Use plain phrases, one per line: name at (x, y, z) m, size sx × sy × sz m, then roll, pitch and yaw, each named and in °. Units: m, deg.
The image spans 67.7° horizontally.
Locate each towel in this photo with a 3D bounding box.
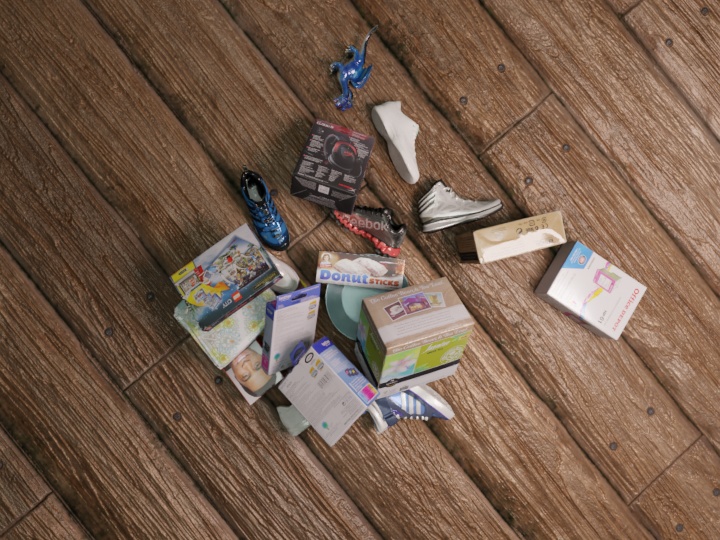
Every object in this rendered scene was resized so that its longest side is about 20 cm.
towel at (-0.286, 0.088, 1.167) m, size 0.200 × 0.048 × 0.172 m, roll -42°, pitch 84°, yaw -2°

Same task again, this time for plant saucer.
plant saucer at (0.017, 0.064, 1.248) m, size 0.197 × 0.039 × 0.205 m, roll 0°, pitch 88°, yaw -3°

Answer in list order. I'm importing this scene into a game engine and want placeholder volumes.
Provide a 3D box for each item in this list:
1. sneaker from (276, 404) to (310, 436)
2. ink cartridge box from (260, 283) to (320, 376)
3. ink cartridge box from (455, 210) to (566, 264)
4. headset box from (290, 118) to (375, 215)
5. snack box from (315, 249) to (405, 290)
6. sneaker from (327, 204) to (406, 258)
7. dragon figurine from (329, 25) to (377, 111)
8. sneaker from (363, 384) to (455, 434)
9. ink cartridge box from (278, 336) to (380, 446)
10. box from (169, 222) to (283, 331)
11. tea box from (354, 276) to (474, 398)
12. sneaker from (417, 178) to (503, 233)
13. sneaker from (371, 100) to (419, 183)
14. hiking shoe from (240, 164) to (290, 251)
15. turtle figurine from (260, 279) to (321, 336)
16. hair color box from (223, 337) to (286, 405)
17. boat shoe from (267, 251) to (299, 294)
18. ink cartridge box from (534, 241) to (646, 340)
sneaker at (-0.100, 0.281, 1.211) m, size 0.199 × 0.075 × 0.089 m, roll -37°, pitch 86°, yaw -1°
ink cartridge box at (-0.150, 0.120, 1.152) m, size 0.118 × 0.042 × 0.203 m, roll -16°, pitch 129°, yaw -40°
ink cartridge box at (0.331, -0.071, 1.205) m, size 0.197 × 0.165 × 0.076 m, roll -14°, pitch 91°, yaw -3°
headset box at (-0.058, -0.243, 1.207) m, size 0.146 × 0.075 × 0.202 m, roll 17°, pitch 57°, yaw -3°
snack box at (0.000, 0.000, 1.214) m, size 0.196 × 0.024 × 0.073 m, roll 6°, pitch 95°, yaw -1°
sneaker at (0.022, -0.117, 1.228) m, size 0.199 × 0.071 × 0.098 m, roll 33°, pitch 115°, yaw -2°
dragon figurine at (-0.006, -0.468, 1.258) m, size 0.099 × 0.059 × 0.200 m, roll 44°, pitch 87°, yaw 0°
sneaker at (0.099, 0.323, 1.228) m, size 0.199 × 0.081 × 0.148 m, roll 34°, pitch 95°, yaw -4°
ink cartridge box at (-0.077, 0.238, 1.117) m, size 0.200 × 0.076 × 0.137 m, roll 44°, pitch 113°, yaw 10°
box at (-0.282, 0.015, 1.132) m, size 0.199 × 0.038 × 0.137 m, roll -35°, pitch 82°, yaw -2°
tea box at (0.106, 0.143, 1.134) m, size 0.197 × 0.198 × 0.135 m, roll -14°, pitch 50°, yaw -17°
sneaker at (0.228, -0.165, 1.248) m, size 0.197 × 0.076 × 0.117 m, roll -15°, pitch 90°, yaw -1°
sneaker at (0.105, -0.306, 1.255) m, size 0.087 × 0.075 × 0.202 m, roll -24°, pitch 88°, yaw -15°
hiking shoe at (-0.225, -0.134, 1.220) m, size 0.074 × 0.087 × 0.202 m, roll -29°, pitch 89°, yaw -3°
turtle figurine at (-0.178, 0.095, 1.208) m, size 0.161 × 0.064 × 0.201 m, roll -38°, pitch 100°, yaw 1°
hair color box at (-0.267, 0.190, 1.218) m, size 0.101 × 0.061 × 0.201 m, roll -38°, pitch 90°, yaw -4°
boat shoe at (-0.225, -0.014, 1.226) m, size 0.199 × 0.066 × 0.072 m, roll 39°, pitch 86°, yaw -1°
ink cartridge box at (0.535, 0.047, 1.250) m, size 0.198 × 0.085 × 0.146 m, roll 33°, pitch 86°, yaw -2°
